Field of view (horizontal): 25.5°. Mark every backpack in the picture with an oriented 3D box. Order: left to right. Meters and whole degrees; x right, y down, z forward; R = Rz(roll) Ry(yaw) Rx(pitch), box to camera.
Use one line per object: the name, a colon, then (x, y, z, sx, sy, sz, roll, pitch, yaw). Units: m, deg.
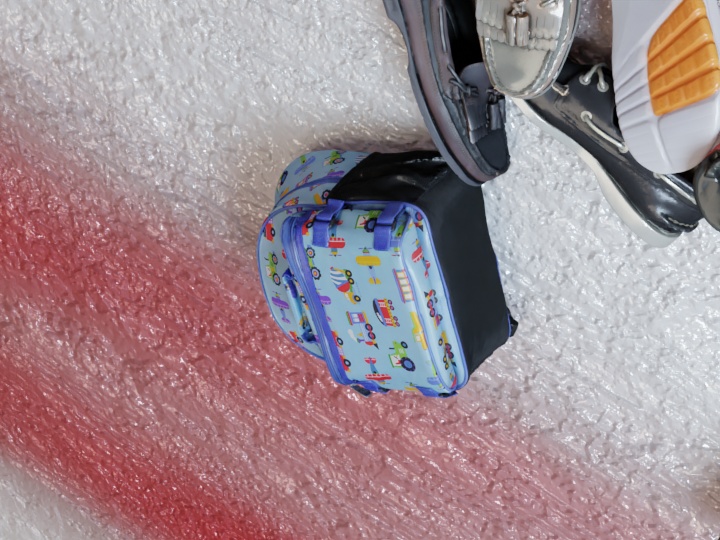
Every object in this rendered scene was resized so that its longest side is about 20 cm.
backpack: (0.000, 0.000, 1.223, 0.199, 0.135, 0.184, 6, 123, 34)

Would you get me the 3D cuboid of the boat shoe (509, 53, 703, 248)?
boat shoe: (0.164, -0.105, 1.078, 0.200, 0.074, 0.060, 49, 128, -1)

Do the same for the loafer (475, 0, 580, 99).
loafer: (0.106, -0.207, 1.007, 0.071, 0.063, 0.202, 12, 106, 16)

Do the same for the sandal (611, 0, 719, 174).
sandal: (0.204, -0.168, 1.022, 0.079, 0.059, 0.209, -3, 98, 43)

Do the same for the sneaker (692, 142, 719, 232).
sneaker: (0.305, -0.088, 0.999, 0.199, 0.098, 0.071, -26, 96, 18)

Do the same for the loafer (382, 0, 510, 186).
loafer: (0.069, -0.154, 1.113, 0.063, 0.072, 0.201, -11, 111, 34)

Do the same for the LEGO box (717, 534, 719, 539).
LEGO box: (0.368, 0.176, 1.137, 0.148, 0.077, 0.201, 35, 134, 7)
